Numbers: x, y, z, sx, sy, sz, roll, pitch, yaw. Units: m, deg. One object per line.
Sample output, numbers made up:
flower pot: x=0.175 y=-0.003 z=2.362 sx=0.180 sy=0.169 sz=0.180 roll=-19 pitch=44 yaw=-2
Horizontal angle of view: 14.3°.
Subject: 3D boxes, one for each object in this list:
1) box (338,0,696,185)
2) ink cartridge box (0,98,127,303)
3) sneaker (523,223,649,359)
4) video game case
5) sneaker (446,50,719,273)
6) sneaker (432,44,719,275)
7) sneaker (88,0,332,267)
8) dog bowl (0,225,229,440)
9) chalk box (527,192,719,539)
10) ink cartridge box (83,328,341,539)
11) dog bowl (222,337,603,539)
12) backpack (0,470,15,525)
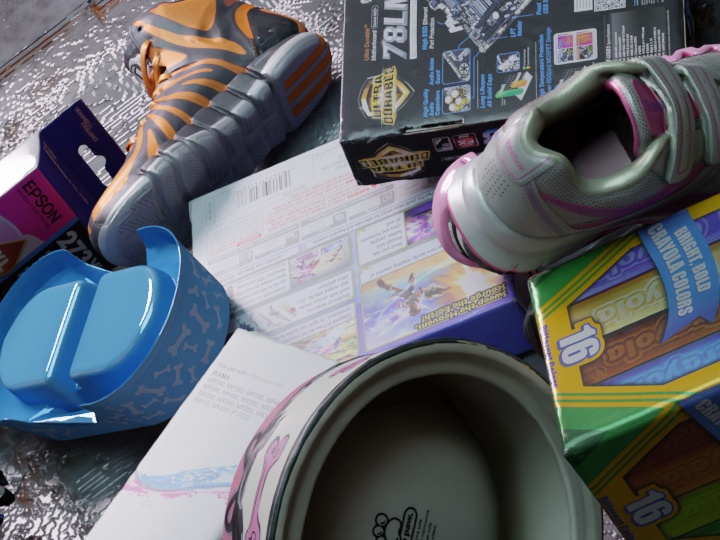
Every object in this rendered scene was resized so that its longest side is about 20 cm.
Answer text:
box: x=0.089 y=-0.150 z=1.633 sx=0.197 sy=0.050 sz=0.201 roll=-9 pitch=53 yaw=13
ink cartridge box: x=-0.220 y=-0.007 z=1.755 sx=0.200 sy=0.095 sz=0.037 roll=-40 pitch=40 yaw=-4
sneaker: x=0.180 y=-0.005 z=1.494 sx=0.199 sy=0.074 sz=0.089 roll=-15 pitch=43 yaw=9
video game case: x=0.000 y=0.000 z=1.631 sx=0.199 sy=0.046 sz=0.182 roll=-22 pitch=42 yaw=17
sneaker: x=0.143 y=-0.064 z=1.415 sx=0.199 sy=0.088 sz=0.082 roll=-23 pitch=74 yaw=-24
sneaker: x=0.136 y=-0.051 z=1.499 sx=0.199 sy=0.079 sz=0.095 roll=-28 pitch=12 yaw=0
sneaker: x=-0.117 y=-0.090 z=1.760 sx=0.112 sy=0.078 sz=0.200 roll=29 pitch=60 yaw=30
dog bowl: x=-0.148 y=0.042 z=1.655 sx=0.199 sy=0.049 sz=0.112 roll=-12 pitch=54 yaw=49
chalk box: x=0.201 y=0.041 z=1.391 sx=0.199 sy=0.125 sz=0.124 roll=-24 pitch=42 yaw=16
ink cartridge box: x=-0.056 y=0.153 z=1.450 sx=0.083 sy=0.146 sz=0.200 roll=16 pitch=63 yaw=44
dog bowl: x=0.020 y=0.130 z=1.393 sx=0.074 sy=0.200 sz=0.201 roll=6 pitch=55 yaw=55
backpack: x=-0.323 y=0.134 z=1.641 sx=0.200 sy=0.182 sz=0.135 roll=12 pitch=76 yaw=57
